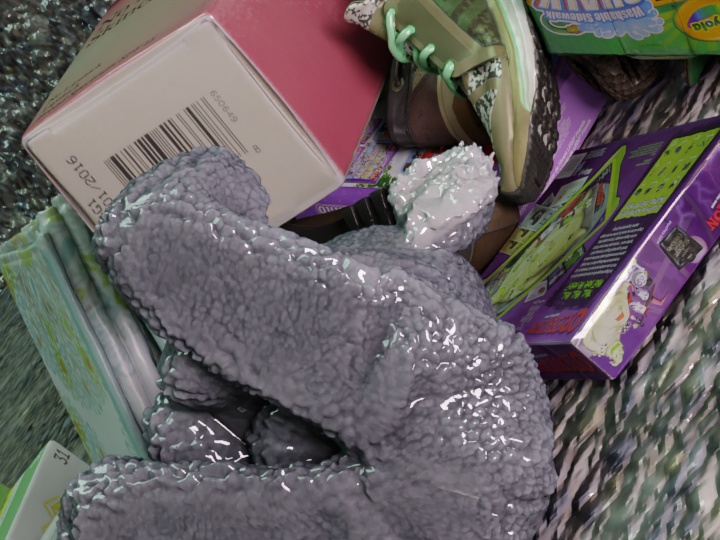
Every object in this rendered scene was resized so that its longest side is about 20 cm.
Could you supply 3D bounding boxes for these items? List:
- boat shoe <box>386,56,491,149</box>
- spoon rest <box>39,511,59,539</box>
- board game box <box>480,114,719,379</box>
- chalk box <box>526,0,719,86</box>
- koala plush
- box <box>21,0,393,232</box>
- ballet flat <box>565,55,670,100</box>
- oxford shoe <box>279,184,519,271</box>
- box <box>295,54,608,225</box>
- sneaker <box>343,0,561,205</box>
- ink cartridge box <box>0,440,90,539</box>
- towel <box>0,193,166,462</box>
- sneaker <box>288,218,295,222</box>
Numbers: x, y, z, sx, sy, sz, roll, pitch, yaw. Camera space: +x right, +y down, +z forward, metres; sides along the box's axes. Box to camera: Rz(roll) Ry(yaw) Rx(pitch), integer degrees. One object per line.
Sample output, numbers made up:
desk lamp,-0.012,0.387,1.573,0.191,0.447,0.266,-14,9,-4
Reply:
boat shoe,0.046,-0.149,1.260,0.065,0.073,0.200,-10,51,25
spoon rest,-0.088,0.098,1.094,0.200,0.061,0.099,-55,12,10
board game box,0.099,-0.007,1.051,0.120,0.032,0.200,-48,9,-11
chalk box,0.141,-0.175,1.101,0.124,0.200,0.125,3,48,35
koala plush,0.002,0.041,0.977,0.200,0.184,0.178,-43,-34,-69
box,-0.067,-0.100,1.242,0.128,0.109,0.200,-31,20,26
ballet flat,0.094,-0.176,1.211,0.046,0.200,0.067,-17,-7,-43
oxford shoe,0.000,0.000,1.207,0.200,0.073,0.084,-14,2,45
box,0.061,-0.097,1.297,0.137,0.039,0.200,4,46,35
sneaker,0.040,-0.116,1.169,0.088,0.200,0.077,-17,-23,9
ink cartridge box,-0.184,0.133,1.270,0.048,0.200,0.146,-49,10,19
towel,-0.139,0.056,1.393,0.048,0.200,0.171,-26,3,-16
sneaker,-0.003,-0.071,1.555,0.200,0.073,0.085,-49,13,13
